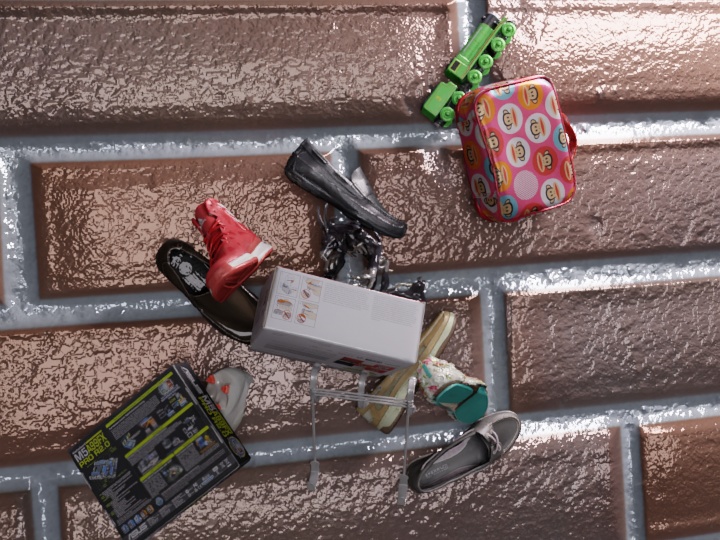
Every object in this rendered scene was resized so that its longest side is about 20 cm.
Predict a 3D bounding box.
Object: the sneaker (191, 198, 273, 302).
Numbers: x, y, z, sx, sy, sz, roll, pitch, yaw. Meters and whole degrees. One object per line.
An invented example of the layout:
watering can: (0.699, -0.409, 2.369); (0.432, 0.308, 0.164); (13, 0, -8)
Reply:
sneaker: (-0.192, -0.030, 1.063); (0.115, 0.200, 0.078); (41, 98, -2)

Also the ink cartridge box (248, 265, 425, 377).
ink cartridge box: (-0.039, 0.075, 1.069); (0.198, 0.176, 0.085); (14, 72, -12)

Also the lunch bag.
lunch bag: (0.239, -0.181, 1.182); (0.175, 0.082, 0.202); (-18, 100, -20)

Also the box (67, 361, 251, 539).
box: (-0.267, 0.244, 1.068); (0.200, 0.044, 0.161); (-39, 80, 10)

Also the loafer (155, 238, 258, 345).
loafer: (-0.203, 0.035, 1.116); (0.199, 0.071, 0.073); (38, 83, -8)

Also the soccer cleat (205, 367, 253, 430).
soccer cleat: (-0.208, 0.227, 1.120); (0.069, 0.077, 0.201); (32, 99, 27)

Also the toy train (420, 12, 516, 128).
toy train: (0.160, -0.301, 1.204); (0.056, 0.042, 0.201); (35, 84, 2)

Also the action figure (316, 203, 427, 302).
action figure: (0.000, 0.000, 1.132); (0.200, 0.119, 0.102); (41, 66, -15)

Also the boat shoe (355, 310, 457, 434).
boat shoe: (0.064, 0.135, 1.171); (0.076, 0.072, 0.201); (33, 82, 7)

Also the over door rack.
over door rack: (0.000, 0.221, 1.121); (0.146, 0.067, 0.202); (7, 118, 7)

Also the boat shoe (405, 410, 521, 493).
boat shoe: (0.159, 0.273, 1.188); (0.199, 0.057, 0.067); (-27, 94, -9)

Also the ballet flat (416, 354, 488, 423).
ballet flat: (0.133, 0.164, 1.142); (0.075, 0.200, 0.064); (-39, 59, 3)

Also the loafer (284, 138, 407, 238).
loafer: (-0.013, -0.114, 1.154); (0.200, 0.068, 0.071); (32, 92, -5)
